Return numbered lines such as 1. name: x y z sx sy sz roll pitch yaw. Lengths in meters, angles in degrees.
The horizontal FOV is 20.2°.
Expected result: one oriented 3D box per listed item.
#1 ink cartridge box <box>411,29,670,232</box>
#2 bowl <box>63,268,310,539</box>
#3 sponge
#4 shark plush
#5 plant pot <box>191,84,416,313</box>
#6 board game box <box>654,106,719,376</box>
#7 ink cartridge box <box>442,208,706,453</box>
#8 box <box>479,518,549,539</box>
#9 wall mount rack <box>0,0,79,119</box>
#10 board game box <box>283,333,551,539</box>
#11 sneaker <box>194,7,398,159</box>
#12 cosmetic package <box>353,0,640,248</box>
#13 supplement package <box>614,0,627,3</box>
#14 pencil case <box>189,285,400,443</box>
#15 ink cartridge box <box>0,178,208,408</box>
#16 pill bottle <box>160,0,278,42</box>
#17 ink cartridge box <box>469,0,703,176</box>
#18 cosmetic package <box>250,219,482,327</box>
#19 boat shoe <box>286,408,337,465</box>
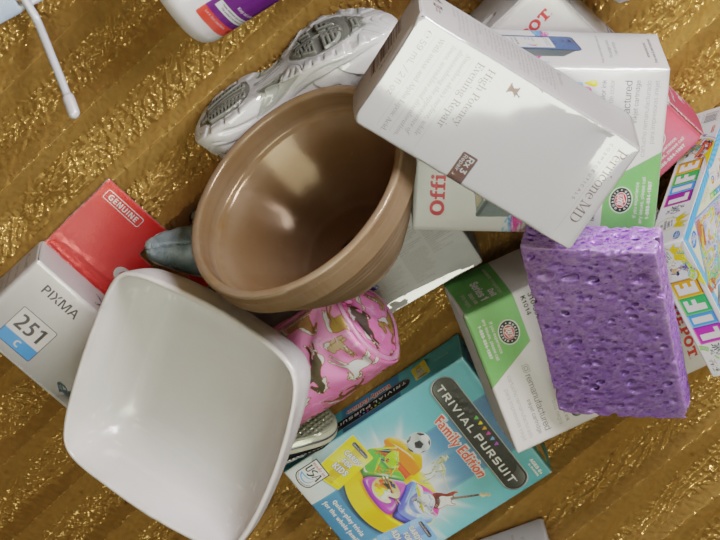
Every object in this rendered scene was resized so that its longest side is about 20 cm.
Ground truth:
1. ink cartridge box: 0.138 -0.111 1.604 0.198 0.088 0.147 3 116 -1
2. bowl: -0.135 0.108 1.682 0.199 0.075 0.201 29 115 19
3. sponge: 0.200 0.044 1.632 0.110 0.030 0.201 1 137 20
4. shark plush: -0.078 -0.011 1.697 0.198 0.083 0.092 7 75 10
5. plant pot: -0.029 -0.040 1.600 0.200 0.202 0.093 -34 131 13
6. board game box: 0.301 -0.027 1.685 0.034 0.201 0.135 -16 118 32
7. ink cartridge box: 0.192 0.044 1.753 0.198 0.084 0.147 -25 112 -3
8. box: 0.111 0.352 1.910 0.198 0.107 0.153 -19 116 6
9. wall mount rack: -0.322 -0.183 1.644 0.199 0.075 0.175 -26 115 10
10. board game box: 0.052 0.174 1.853 0.199 0.047 0.151 -34 113 13
11. sneaker: -0.037 -0.142 1.688 0.199 0.078 0.099 -31 121 21
12. cosmetic package: 0.102 -0.114 1.514 0.199 0.074 0.102 29 113 -12
13. supplement package: 0.156 -0.305 1.564 0.198 0.120 0.122 20 86 -13
14. pencil case: -0.059 0.085 1.726 0.199 0.087 0.082 -35 155 30
15. ink cartridge box: -0.213 0.047 1.779 0.176 0.045 0.200 -41 111 17
16. pill bottle: -0.072 -0.274 1.592 0.199 0.113 0.113 -30 114 11
17. ink cartridge box: 0.164 -0.141 1.685 0.200 0.083 0.146 41 108 -20
18. cosmetic package: 0.000 0.000 1.763 0.199 0.051 0.083 -30 117 12
19. boat shoe: -0.109 0.171 1.832 0.198 0.075 0.063 -19 121 12
